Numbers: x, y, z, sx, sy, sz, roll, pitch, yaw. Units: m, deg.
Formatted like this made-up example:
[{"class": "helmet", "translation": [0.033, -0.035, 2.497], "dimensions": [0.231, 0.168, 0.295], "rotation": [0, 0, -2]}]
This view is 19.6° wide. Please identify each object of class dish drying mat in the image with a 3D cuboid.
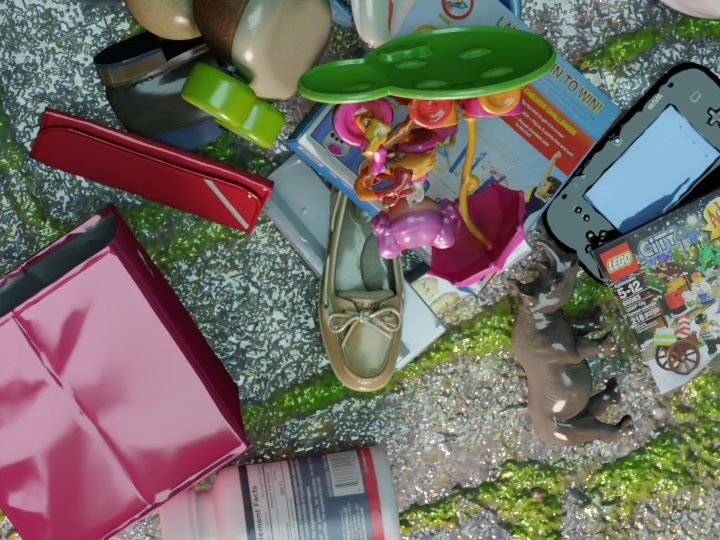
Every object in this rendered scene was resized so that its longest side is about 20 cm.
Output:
[{"class": "dish drying mat", "translation": [-0.176, -0.082, 1.745], "dimensions": [0.199, 0.077, 0.018], "rotation": [18, 58, -10]}]

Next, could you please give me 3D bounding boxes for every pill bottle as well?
[{"class": "pill bottle", "translation": [-0.069, 0.221, 1.785], "dimensions": [0.199, 0.120, 0.120], "rotation": [-7, 101, -4]}]

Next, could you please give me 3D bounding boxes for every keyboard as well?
[{"class": "keyboard", "translation": [-0.011, -0.009, 1.780], "dimensions": [0.056, 0.011, 0.200], "rotation": [-40, 87, -5]}]

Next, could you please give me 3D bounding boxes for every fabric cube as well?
[{"class": "fabric cube", "translation": [-0.226, 0.092, 1.704], "dimensions": [0.200, 0.196, 0.200], "rotation": [-34, 102, 0]}]

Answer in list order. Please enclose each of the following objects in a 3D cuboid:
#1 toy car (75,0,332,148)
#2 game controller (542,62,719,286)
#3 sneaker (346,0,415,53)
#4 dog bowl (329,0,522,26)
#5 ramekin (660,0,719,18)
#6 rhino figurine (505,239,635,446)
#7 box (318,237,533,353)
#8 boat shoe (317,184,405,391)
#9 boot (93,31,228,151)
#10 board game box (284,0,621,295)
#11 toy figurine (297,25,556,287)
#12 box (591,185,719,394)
[{"class": "toy car", "translation": [-0.128, -0.220, 1.634], "dimensions": [0.199, 0.158, 0.165], "rotation": [28, 89, 16]}, {"class": "game controller", "translation": [0.251, -0.083, 1.804], "dimensions": [0.104, 0.042, 0.200], "rotation": [43, 93, -12]}, {"class": "sneaker", "translation": [0.052, -0.264, 1.631], "dimensions": [0.093, 0.070, 0.201], "rotation": [11, 80, 16]}, {"class": "dog bowl", "translation": [0.046, -0.237, 1.748], "dimensions": [0.199, 0.050, 0.112], "rotation": [26, 97, -10]}, {"class": "ramekin", "translation": [0.320, -0.299, 1.720], "dimensions": [0.201, 0.094, 0.204], "rotation": [-7, 111, -18]}, {"class": "rhino figurine", "translation": [0.175, 0.065, 1.803], "dimensions": [0.087, 0.060, 0.201], "rotation": [-17, 111, -3]}, {"class": "box", "translation": [0.055, 0.020, 1.802], "dimensions": [0.200, 0.039, 0.042], "rotation": [-34, 102, 1]}, {"class": "boat shoe", "translation": [0.003, -0.001, 1.742], "dimensions": [0.073, 0.063, 0.202], "rotation": [4, 84, -1]}, {"class": "boot", "translation": [-0.115, -0.162, 1.743], "dimensions": [0.199, 0.075, 0.097], "rotation": [-14, 116, 1]}, {"class": "board game box", "translation": [0.076, -0.118, 1.702], "dimensions": [0.200, 0.056, 0.196], "rotation": [40, 83, -12]}, {"class": "toy figurine", "translation": [0.057, -0.073, 1.602], "dimensions": [0.199, 0.150, 0.185], "rotation": [-11, 115, -13]}, {"class": "box", "translation": [0.314, 0.000, 1.752], "dimensions": [0.199, 0.038, 0.137], "rotation": [-27, 91, 14]}]
